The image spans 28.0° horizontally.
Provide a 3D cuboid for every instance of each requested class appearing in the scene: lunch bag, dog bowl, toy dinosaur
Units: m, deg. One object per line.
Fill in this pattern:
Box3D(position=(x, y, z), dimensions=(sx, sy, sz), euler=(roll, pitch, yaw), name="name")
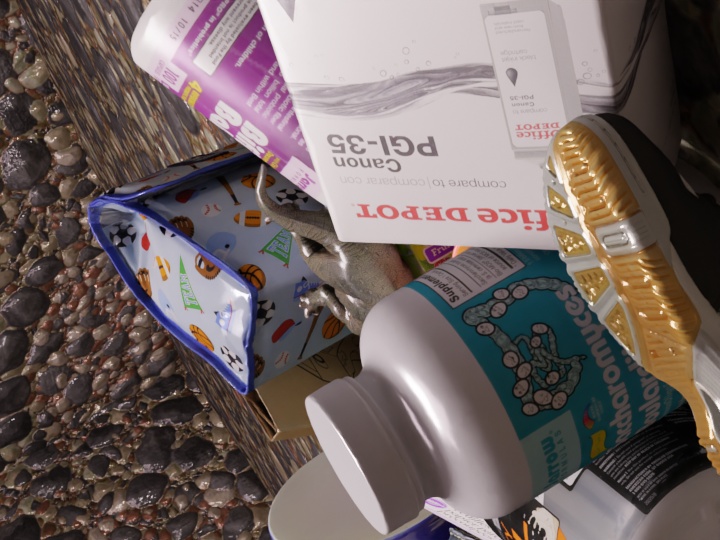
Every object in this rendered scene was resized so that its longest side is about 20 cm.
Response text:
Box3D(position=(-0.090, -0.028, 1.119), dimensions=(0.200, 0.170, 0.124), euler=(36, 134, 33), name="lunch bag")
Box3D(position=(0.022, 0.219, 1.274), dimensions=(0.200, 0.200, 0.079), euler=(32, 147, 65), name="dog bowl")
Box3D(position=(0.000, 0.000, 0.896), dimensions=(0.102, 0.077, 0.200), euler=(26, 148, 41), name="toy dinosaur")

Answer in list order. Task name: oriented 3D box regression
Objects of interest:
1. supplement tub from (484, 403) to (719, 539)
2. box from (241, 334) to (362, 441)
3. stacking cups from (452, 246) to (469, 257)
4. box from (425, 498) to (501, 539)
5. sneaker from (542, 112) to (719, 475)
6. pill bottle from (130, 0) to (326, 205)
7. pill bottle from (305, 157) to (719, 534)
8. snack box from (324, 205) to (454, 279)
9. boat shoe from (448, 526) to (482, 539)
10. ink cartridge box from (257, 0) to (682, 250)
Box3D(position=(0.136, 0.118, 0.777), dimensions=(0.123, 0.122, 0.200), euler=(66, 167, -23), name="supplement tub")
Box3D(position=(-0.028, 0.062, 1.183), dimensions=(0.164, 0.199, 0.021), euler=(54, 129, 32), name="box")
Box3D(position=(0.078, 0.029, 0.797), dimensions=(0.200, 0.060, 0.061), euler=(-80, -27, -55), name="stacking cups")
Box3D(position=(0.116, 0.163, 0.909), dimensions=(0.200, 0.042, 0.039), euler=(30, 154, -23), name="box")
Box3D(position=(0.150, 0.013, 0.557), dimensions=(0.200, 0.088, 0.076), euler=(54, 169, -9), name="sneaker")
Box3D(position=(-0.022, -0.106, 0.823), dimensions=(0.200, 0.112, 0.112), euler=(37, 168, -4), name="pill bottle")
Box3D(position=(0.077, 0.037, 0.650), dimensions=(0.111, 0.200, 0.111), euler=(55, 167, 19), name="pill bottle")
Box3D(position=(0.013, -0.071, 0.972), dimensions=(0.201, 0.068, 0.169), euler=(62, 167, -5), name="snack box")
Box3D(position=(0.140, 0.230, 0.985), dimensions=(0.200, 0.062, 0.075), euler=(34, 170, -19), name="boat shoe")
Box3D(position=(0.043, -0.106, 0.584), dimensions=(0.146, 0.083, 0.200), euler=(3, 133, 25), name="ink cartridge box")
